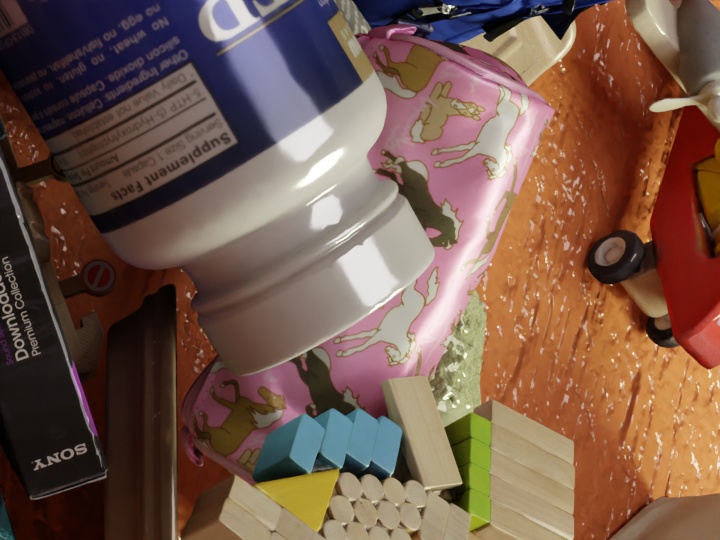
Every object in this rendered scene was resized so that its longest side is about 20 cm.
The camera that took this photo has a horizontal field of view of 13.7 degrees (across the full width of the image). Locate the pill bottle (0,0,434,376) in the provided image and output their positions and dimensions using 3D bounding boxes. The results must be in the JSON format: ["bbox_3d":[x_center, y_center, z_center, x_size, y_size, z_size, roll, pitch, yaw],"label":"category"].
[{"bbox_3d":[-0.060,-0.069,1.099,0.200,0.120,0.120,59,42,-9],"label":"pill bottle"}]

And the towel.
[{"bbox_3d":[0.030,0.099,1.311,0.200,0.036,0.149,88,12,-65],"label":"towel"}]

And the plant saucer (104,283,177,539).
[{"bbox_3d":[-0.084,0.105,1.159,0.200,0.029,0.200,-179,-90,-86],"label":"plant saucer"}]

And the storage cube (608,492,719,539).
[{"bbox_3d":[0.203,0.218,1.477,0.200,0.171,0.180,-35,110,-49],"label":"storage cube"}]

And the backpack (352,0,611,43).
[{"bbox_3d":[0.077,-0.180,1.309,0.168,0.200,0.163,-42,113,-42],"label":"backpack"}]

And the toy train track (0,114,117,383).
[{"bbox_3d":[-0.130,-0.055,1.167,0.032,0.115,0.200,-19,82,-10],"label":"toy train track"}]

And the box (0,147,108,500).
[{"bbox_3d":[-0.147,-0.024,1.109,0.036,0.143,0.200,-21,102,-9],"label":"box"}]

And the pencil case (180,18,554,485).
[{"bbox_3d":[0.000,0.000,1.196,0.083,0.086,0.200,9,107,-62],"label":"pencil case"}]

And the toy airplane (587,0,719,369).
[{"bbox_3d":[0.212,-0.062,1.564,0.200,0.141,0.199,-16,96,-52],"label":"toy airplane"}]

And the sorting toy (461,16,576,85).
[{"bbox_3d":[0.007,-0.140,1.401,0.200,0.036,0.185,-41,112,-42],"label":"sorting toy"}]

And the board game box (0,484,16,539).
[{"bbox_3d":[-0.205,0.109,1.018,0.200,0.028,0.135,-40,137,-33],"label":"board game box"}]

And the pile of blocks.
[{"bbox_3d":[-0.002,0.090,1.149,0.200,0.062,0.082,1,66,-45],"label":"pile of blocks"}]

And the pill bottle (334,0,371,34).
[{"bbox_3d":[-0.066,-0.104,1.237,0.200,0.113,0.113,52,46,-32],"label":"pill bottle"}]
